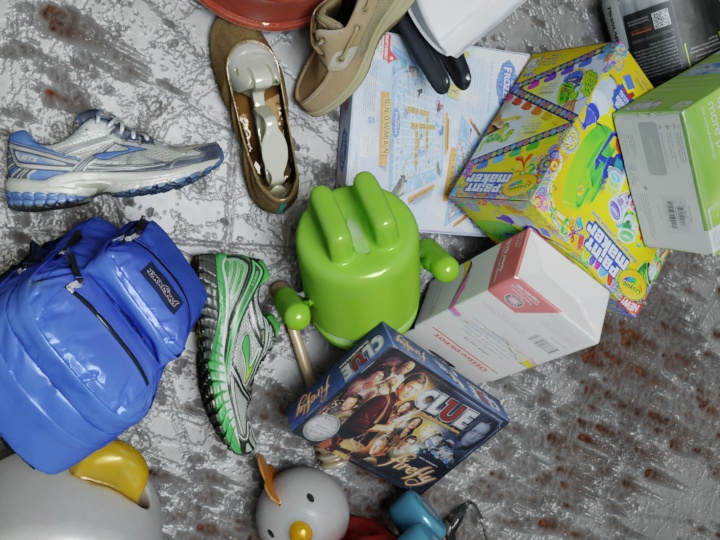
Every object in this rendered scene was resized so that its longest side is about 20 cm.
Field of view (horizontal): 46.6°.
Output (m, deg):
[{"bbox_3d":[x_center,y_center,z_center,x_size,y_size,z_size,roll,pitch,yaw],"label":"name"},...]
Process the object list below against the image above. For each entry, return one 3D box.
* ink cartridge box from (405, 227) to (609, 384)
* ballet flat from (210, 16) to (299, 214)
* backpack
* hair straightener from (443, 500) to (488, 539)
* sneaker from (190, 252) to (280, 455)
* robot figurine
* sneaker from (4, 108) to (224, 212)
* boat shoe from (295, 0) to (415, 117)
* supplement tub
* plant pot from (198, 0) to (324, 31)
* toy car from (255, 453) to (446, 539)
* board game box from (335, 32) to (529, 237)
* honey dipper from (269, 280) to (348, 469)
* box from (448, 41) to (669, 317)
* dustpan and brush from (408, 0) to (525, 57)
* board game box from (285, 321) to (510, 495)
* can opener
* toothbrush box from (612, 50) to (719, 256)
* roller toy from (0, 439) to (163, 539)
[{"bbox_3d":[0.140,0.047,0.865,0.116,0.200,0.068,36,54,-18],"label":"ink cartridge box"},{"bbox_3d":[-0.096,-0.153,0.806,0.067,0.072,0.202,-12,98,-16],"label":"ballet flat"},{"bbox_3d":[-0.228,0.048,0.689,0.167,0.200,0.163,-36,104,16],"label":"backpack"},{"bbox_3d":[0.083,0.353,0.935,0.077,0.041,0.201,37,78,-19],"label":"hair straightener"},{"bbox_3d":[-0.115,0.082,0.817,0.085,0.078,0.202,-4,95,-19],"label":"sneaker"},{"bbox_3d":[0.000,0.000,0.803,0.174,0.116,0.201,-20,145,-10],"label":"robot figurine"},{"bbox_3d":[-0.225,-0.109,0.765,0.198,0.077,0.086,-10,94,-19],"label":"sneaker"},{"bbox_3d":[-0.017,-0.228,0.780,0.064,0.200,0.072,9,47,-34],"label":"boat shoe"},{"bbox_3d":[0.352,-0.229,0.930,0.122,0.122,0.201,-22,101,-16],"label":"supplement tub"},{"bbox_3d":[-0.067,-0.339,0.720,0.199,0.195,0.203,1,85,-16],"label":"plant pot"},{"bbox_3d":[-0.041,0.265,0.821,0.184,0.177,0.200,-44,94,2],"label":"toy car"},{"bbox_3d":[0.076,-0.139,0.883,0.198,0.041,0.202,4,94,-19],"label":"board game box"},{"bbox_3d":[-0.053,0.106,0.863,0.038,0.038,0.202,-19,98,-17],"label":"honey dipper"},{"bbox_3d":[0.231,-0.091,0.869,0.200,0.122,0.193,40,74,-31],"label":"box"},{"bbox_3d":[0.072,-0.316,0.785,0.139,0.057,0.200,-39,99,0],"label":"dustpan and brush"},{"bbox_3d":[0.042,0.146,0.840,0.135,0.035,0.200,-43,129,15],"label":"board game box"},{"bbox_3d":[0.054,-0.264,0.828,0.063,0.079,0.201,-13,78,-19],"label":"can opener"},{"bbox_3d":[0.359,-0.126,0.822,0.199,0.086,0.147,-30,112,-26],"label":"toothbrush box"},{"bbox_3d":[-0.265,0.250,0.731,0.181,0.140,0.201,-10,120,-10],"label":"roller toy"}]
